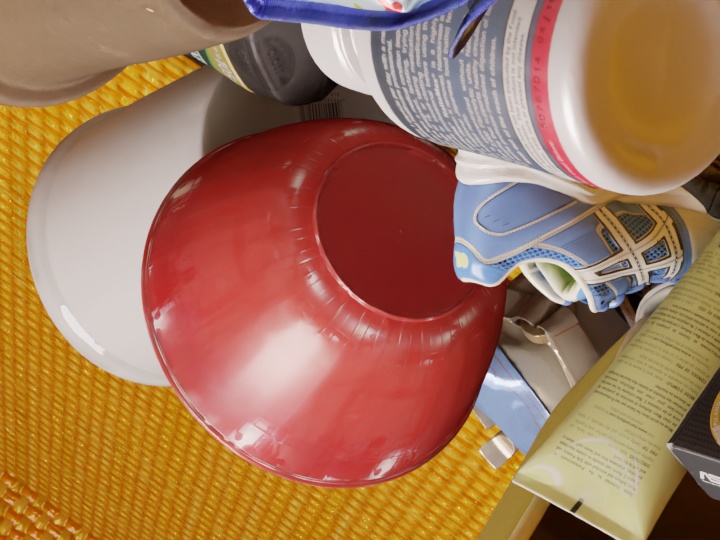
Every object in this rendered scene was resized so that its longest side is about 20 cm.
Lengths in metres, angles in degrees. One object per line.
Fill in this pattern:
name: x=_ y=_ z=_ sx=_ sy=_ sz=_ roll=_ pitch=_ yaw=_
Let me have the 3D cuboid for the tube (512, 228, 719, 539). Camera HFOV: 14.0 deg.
tube: x=0.157 y=0.039 z=1.383 sx=0.052 sy=0.200 sz=0.058 roll=42 pitch=162 yaw=-11

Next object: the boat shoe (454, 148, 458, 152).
boat shoe: x=0.056 y=-0.099 z=1.459 sx=0.200 sy=0.062 sz=0.075 roll=45 pitch=167 yaw=-15

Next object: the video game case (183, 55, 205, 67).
video game case: x=-0.116 y=-0.168 z=1.702 sx=0.199 sy=0.017 sz=0.143 roll=34 pitch=163 yaw=12

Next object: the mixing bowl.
mixing bowl: x=0.000 y=0.000 z=1.489 sx=0.200 sy=0.201 sz=0.108 roll=39 pitch=147 yaw=-7

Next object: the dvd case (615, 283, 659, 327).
dvd case: x=0.208 y=0.030 z=1.581 sx=0.199 sy=0.016 sz=0.149 roll=25 pitch=161 yaw=32

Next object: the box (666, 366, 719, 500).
box: x=0.254 y=0.048 z=1.283 sx=0.200 sy=0.161 sz=0.044 roll=17 pitch=154 yaw=51

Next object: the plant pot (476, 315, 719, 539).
plant pot: x=0.135 y=0.176 z=1.482 sx=0.194 sy=0.196 sz=0.200 roll=37 pitch=155 yaw=-7

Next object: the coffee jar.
coffee jar: x=-0.089 y=-0.162 z=1.541 sx=0.199 sy=0.085 sz=0.105 roll=25 pitch=154 yaw=33

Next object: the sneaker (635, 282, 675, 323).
sneaker: x=0.225 y=0.069 z=1.475 sx=0.199 sy=0.074 sz=0.116 roll=26 pitch=171 yaw=35

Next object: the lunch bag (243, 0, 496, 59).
lunch bag: x=0.037 y=-0.178 z=1.094 sx=0.199 sy=0.170 sz=0.127 roll=10 pitch=149 yaw=53

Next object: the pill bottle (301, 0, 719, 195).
pill bottle: x=0.068 y=-0.109 z=1.307 sx=0.199 sy=0.120 sz=0.120 roll=18 pitch=155 yaw=47

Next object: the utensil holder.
utensil holder: x=-0.071 y=-0.033 z=1.659 sx=0.170 sy=0.170 sz=0.200 roll=42 pitch=150 yaw=-18

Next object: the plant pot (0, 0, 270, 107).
plant pot: x=-0.117 y=-0.172 z=1.364 sx=0.174 sy=0.201 sz=0.200 roll=9 pitch=149 yaw=43

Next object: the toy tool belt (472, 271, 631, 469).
toy tool belt: x=0.088 y=0.054 z=1.615 sx=0.200 sy=0.123 sz=0.125 roll=50 pitch=-177 yaw=9

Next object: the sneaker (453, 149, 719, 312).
sneaker: x=0.122 y=-0.018 z=1.428 sx=0.199 sy=0.078 sz=0.076 roll=12 pitch=-179 yaw=-30
